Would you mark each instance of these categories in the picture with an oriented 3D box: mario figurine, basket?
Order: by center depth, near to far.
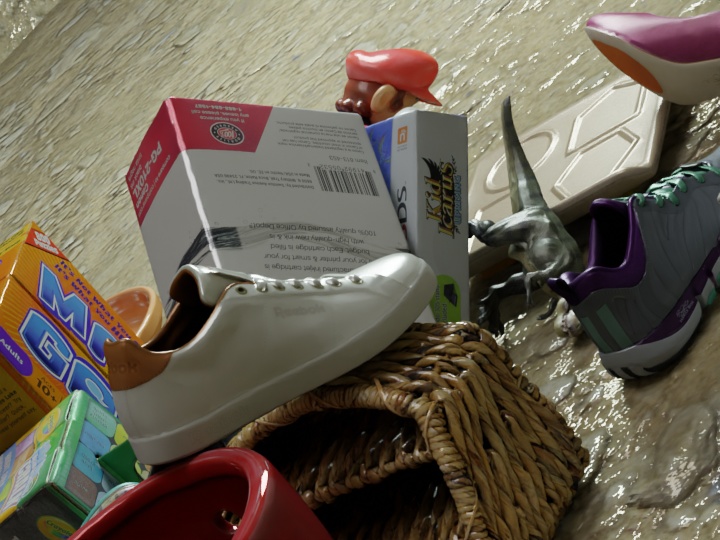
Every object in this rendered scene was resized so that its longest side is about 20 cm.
[{"bbox_3d":[0.000,0.130,1.173,0.200,0.143,0.149,-24,25,41],"label":"basket"},{"bbox_3d":[0.006,-0.095,1.794,0.123,0.106,0.200,36,87,34],"label":"mario figurine"}]

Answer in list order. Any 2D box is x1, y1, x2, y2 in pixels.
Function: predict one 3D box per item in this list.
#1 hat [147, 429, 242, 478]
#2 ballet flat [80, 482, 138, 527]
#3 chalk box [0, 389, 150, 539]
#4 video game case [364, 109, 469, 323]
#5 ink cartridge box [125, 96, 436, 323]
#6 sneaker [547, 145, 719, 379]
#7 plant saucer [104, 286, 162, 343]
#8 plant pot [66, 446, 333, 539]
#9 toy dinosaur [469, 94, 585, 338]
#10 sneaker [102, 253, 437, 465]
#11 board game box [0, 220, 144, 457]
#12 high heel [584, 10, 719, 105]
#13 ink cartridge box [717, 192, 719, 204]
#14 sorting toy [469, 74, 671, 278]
[{"bbox_3d":[-0.075,0.149,1.338,0.081,0.201,0.201,8,37,12],"label":"hat"},{"bbox_3d":[-0.169,0.231,1.353,0.200,0.069,0.071,-59,33,19],"label":"ballet flat"},{"bbox_3d":[-0.191,0.176,1.443,0.200,0.124,0.124,-39,19,20],"label":"chalk box"},{"bbox_3d":[0.000,0.000,1.434,0.200,0.045,0.182,-14,73,56],"label":"video game case"},{"bbox_3d":[-0.048,-0.003,1.331,0.084,0.144,0.201,-56,42,42],"label":"ink cartridge box"},{"bbox_3d":[0.185,-0.033,1.254,0.074,0.088,0.200,-16,32,51],"label":"sneaker"},{"bbox_3d":[-0.246,0.096,1.882,0.200,0.037,0.200,-36,21,16],"label":"plant saucer"},{"bbox_3d":[-0.069,0.216,1.057,0.200,0.183,0.201,-36,20,15],"label":"plant pot"},{"bbox_3d":[0.100,-0.015,1.388,0.088,0.047,0.200,-39,48,23],"label":"toy dinosaur"},{"bbox_3d":[-0.046,0.022,1.132,0.200,0.085,0.073,-29,13,-30],"label":"sneaker"},{"bbox_3d":[-0.271,0.128,1.606,0.200,0.200,0.200,-34,20,17],"label":"board game box"},{"bbox_3d":[0.236,-0.159,1.407,0.096,0.067,0.200,-53,37,-8],"label":"high heel"},{"bbox_3d":[0.301,-0.091,1.164,0.146,0.083,0.200,-20,28,46],"label":"ink cartridge box"},{"bbox_3d":[0.144,-0.067,1.499,0.185,0.037,0.200,-30,18,31],"label":"sorting toy"}]
